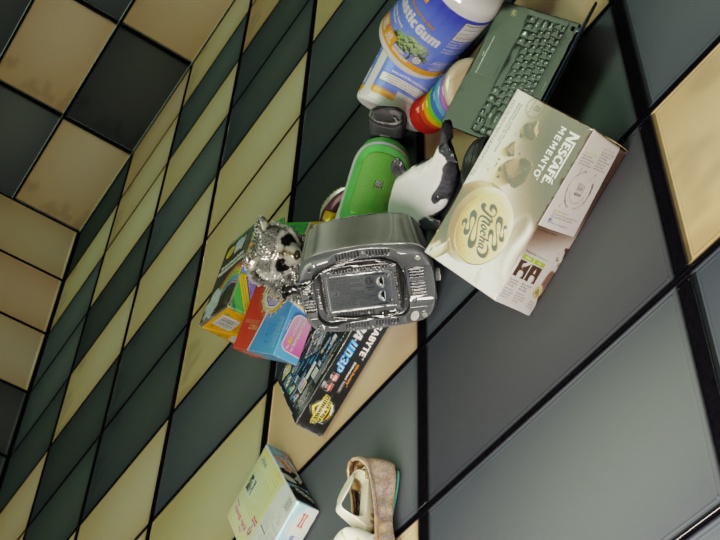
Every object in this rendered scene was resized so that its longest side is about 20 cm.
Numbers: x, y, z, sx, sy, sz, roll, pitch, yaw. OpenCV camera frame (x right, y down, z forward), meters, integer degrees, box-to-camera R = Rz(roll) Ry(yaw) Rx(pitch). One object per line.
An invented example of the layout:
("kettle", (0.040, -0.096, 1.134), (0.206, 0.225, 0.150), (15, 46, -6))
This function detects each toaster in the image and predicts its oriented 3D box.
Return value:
("toaster", (0.000, 0.000, 1.598), (0.129, 0.198, 0.115), (-90, -9, -64))

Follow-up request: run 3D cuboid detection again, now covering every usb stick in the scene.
("usb stick", (0.038, -0.204, 1.848), (0.200, 0.055, 0.033), (78, -164, -87))

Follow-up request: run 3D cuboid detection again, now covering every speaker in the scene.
("speaker", (0.016, -0.094, 1.787), (0.088, 0.088, 0.201), (-42, 23, 43))

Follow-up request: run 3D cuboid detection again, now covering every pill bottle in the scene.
("pill bottle", (0.120, -0.356, 1.702), (0.200, 0.111, 0.113), (-44, 26, 46))
("pill bottle", (0.086, -0.316, 1.880), (0.201, 0.112, 0.112), (-62, 20, -1))

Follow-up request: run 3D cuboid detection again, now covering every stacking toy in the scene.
("stacking toy", (0.117, -0.224, 1.744), (0.086, 0.085, 0.200), (-67, 15, -13))

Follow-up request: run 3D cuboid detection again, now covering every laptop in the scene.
("laptop", (0.186, -0.244, 1.540), (0.199, 0.103, 0.178), (28, 89, 40))

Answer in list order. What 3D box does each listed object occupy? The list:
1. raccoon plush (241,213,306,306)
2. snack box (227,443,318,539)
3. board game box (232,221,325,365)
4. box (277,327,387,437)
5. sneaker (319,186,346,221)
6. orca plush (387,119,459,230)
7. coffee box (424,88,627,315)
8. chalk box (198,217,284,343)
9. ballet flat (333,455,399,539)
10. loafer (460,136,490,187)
("raccoon plush", (-0.132, -0.006, 1.719), (0.199, 0.133, 0.098), (-23, 58, 44))
("snack box", (-0.118, 0.318, 1.679), (0.117, 0.037, 0.200), (-60, 20, 5))
("board game box", (-0.103, 0.030, 1.835), (0.153, 0.040, 0.201), (1, 68, 62))
("box", (-0.036, 0.104, 1.737), (0.201, 0.046, 0.159), (-60, 20, 8))
("sneaker", (-0.042, -0.032, 1.906), (0.201, 0.074, 0.090), (-57, 28, 33))
("orca plush", (0.098, -0.126, 1.664), (0.071, 0.105, 0.201), (-30, -26, -30))
("coffee box", (0.172, -0.072, 1.343), (0.113, 0.080, 0.201), (37, 100, 39))
("chalk box", (-0.151, 0.013, 2.028), (0.125, 0.123, 0.201), (-32, 35, 56))
("ballet flat", (0.002, 0.283, 1.386), (0.068, 0.067, 0.201), (-49, 24, 32))
("loafer", (0.159, -0.082, 1.475), (0.070, 0.068, 0.202), (-37, 36, 35))
